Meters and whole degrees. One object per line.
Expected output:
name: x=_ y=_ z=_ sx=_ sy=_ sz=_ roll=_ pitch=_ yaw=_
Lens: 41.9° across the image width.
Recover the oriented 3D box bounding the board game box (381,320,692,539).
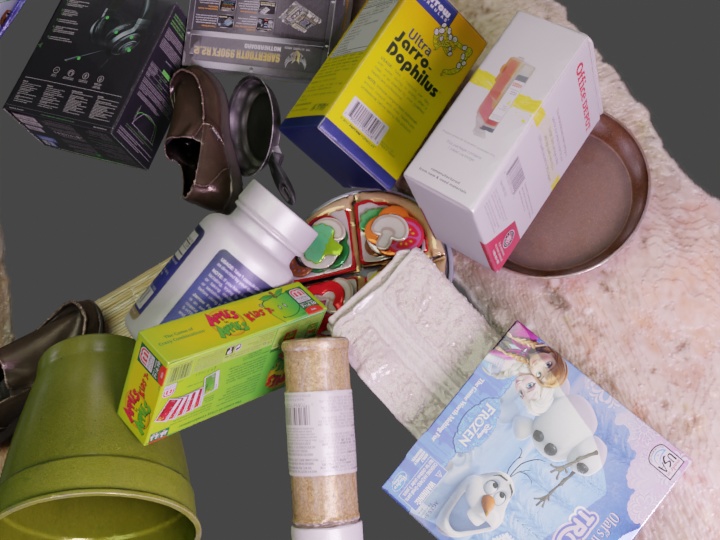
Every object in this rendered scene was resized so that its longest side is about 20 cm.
board game box: x=0.156 y=0.185 z=0.849 sx=0.198 sy=0.043 sz=0.200 roll=39 pitch=83 yaw=14

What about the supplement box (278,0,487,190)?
supplement box: x=0.024 y=-0.198 z=1.012 sx=0.201 sy=0.109 sz=0.109 roll=-56 pitch=26 yaw=-10

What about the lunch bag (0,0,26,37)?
lunch bag: x=-0.531 y=-0.432 z=1.300 sx=0.169 sy=0.124 sz=0.201 roll=31 pitch=87 yaw=27

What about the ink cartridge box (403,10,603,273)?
ink cartridge box: x=0.143 y=-0.122 z=0.908 sx=0.083 sy=0.145 sz=0.201 roll=30 pitch=79 yaw=27

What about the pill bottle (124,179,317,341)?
pill bottle: x=-0.140 y=0.011 z=0.981 sx=0.119 sy=0.120 sz=0.200 roll=40 pitch=90 yaw=27

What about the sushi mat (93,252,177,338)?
sushi mat: x=-0.216 y=0.029 z=1.068 sx=0.199 sy=0.012 sz=0.096 roll=-31 pitch=63 yaw=3

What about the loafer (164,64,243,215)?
loafer: x=-0.191 y=-0.159 z=1.092 sx=0.073 sy=0.070 sz=0.202 roll=-45 pitch=55 yaw=40

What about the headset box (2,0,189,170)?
headset box: x=-0.311 y=-0.248 z=1.168 sx=0.172 sy=0.093 sz=0.202 roll=14 pitch=73 yaw=22

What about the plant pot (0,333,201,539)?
plant pot: x=-0.260 y=0.175 z=0.934 sx=0.198 sy=0.201 sz=0.194 roll=-16 pitch=53 yaw=10

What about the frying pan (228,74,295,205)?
frying pan: x=-0.103 y=-0.153 z=1.053 sx=0.190 sy=0.031 sz=0.116 roll=30 pitch=115 yaw=50

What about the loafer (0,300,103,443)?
loafer: x=-0.365 y=0.109 z=1.034 sx=0.200 sy=0.071 sz=0.073 roll=-48 pitch=56 yaw=-4

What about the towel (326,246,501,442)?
towel: x=0.069 y=0.084 z=0.926 sx=0.132 sy=0.034 sz=0.200 roll=-43 pitch=74 yaw=-3

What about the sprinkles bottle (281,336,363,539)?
sprinkles bottle: x=-0.037 y=0.165 z=0.893 sx=0.067 sy=0.068 sz=0.203 roll=-5 pitch=84 yaw=15

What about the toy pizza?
toy pizza: x=0.000 y=0.000 z=1.001 sx=0.198 sy=0.032 sz=0.202 roll=-6 pitch=66 yaw=15

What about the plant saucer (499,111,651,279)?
plant saucer: x=0.197 y=-0.080 z=0.973 sx=0.198 sy=0.035 sz=0.202 roll=-6 pitch=67 yaw=14

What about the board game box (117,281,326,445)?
board game box: x=-0.129 y=0.084 z=0.903 sx=0.048 sy=0.199 sz=0.102 roll=41 pitch=126 yaw=27

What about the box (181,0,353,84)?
box: x=-0.109 y=-0.311 z=1.125 sx=0.198 sy=0.048 sz=0.160 roll=10 pitch=95 yaw=21
